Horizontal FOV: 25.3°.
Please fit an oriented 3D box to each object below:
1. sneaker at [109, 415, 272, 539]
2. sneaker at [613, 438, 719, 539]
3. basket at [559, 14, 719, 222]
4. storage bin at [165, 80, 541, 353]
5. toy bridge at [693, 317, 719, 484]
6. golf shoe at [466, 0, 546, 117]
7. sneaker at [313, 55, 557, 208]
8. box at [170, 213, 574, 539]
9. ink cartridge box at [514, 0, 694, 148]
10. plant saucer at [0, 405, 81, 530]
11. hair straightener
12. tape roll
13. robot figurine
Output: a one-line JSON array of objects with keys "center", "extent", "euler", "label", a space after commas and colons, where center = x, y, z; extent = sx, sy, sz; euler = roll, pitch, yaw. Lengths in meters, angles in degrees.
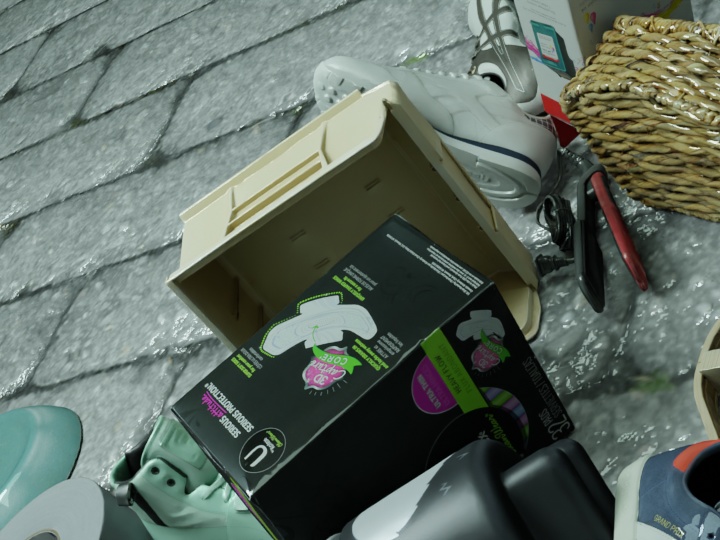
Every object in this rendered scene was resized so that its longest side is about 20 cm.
[{"center": [-0.091, 0.147, 1.157], "extent": [0.199, 0.118, 0.074], "euler": [-25, 31, 26], "label": "sneaker"}, {"center": [0.178, 0.168, 0.828], "extent": [0.084, 0.075, 0.201], "euler": [-30, 37, 33], "label": "sneaker"}, {"center": [0.250, -0.128, 1.078], "extent": [0.149, 0.143, 0.200], "euler": [-49, 30, -11], "label": "basket"}, {"center": [0.000, 0.000, 1.158], "extent": [0.198, 0.200, 0.094], "euler": [-33, 28, 16], "label": "storage bin"}, {"center": [0.236, 0.059, 0.966], "extent": [0.067, 0.027, 0.201], "euler": [-16, 38, 43], "label": "toy bridge"}, {"center": [0.120, -0.185, 1.385], "extent": [0.094, 0.078, 0.200], "euler": [-41, 28, 2], "label": "golf shoe"}, {"center": [0.058, -0.122, 1.254], "extent": [0.081, 0.199, 0.076], "euler": [-67, 6, -26], "label": "sneaker"}, {"center": [0.009, 0.096, 1.038], "extent": [0.200, 0.149, 0.124], "euler": [-40, 37, -9], "label": "box"}, {"center": [0.185, -0.185, 1.190], "extent": [0.116, 0.201, 0.067], "euler": [-41, 45, -18], "label": "ink cartridge box"}, {"center": [-0.346, 0.197, 1.489], "extent": [0.199, 0.036, 0.201], "euler": [-31, 32, 21], "label": "plant saucer"}, {"center": [0.154, -0.032, 1.169], "extent": [0.077, 0.041, 0.201], "euler": [-29, 31, 14], "label": "hair straightener"}, {"center": [-0.241, 0.260, 1.223], "extent": [0.200, 0.066, 0.201], "euler": [-38, 27, 23], "label": "tape roll"}, {"center": [0.055, 0.176, 0.927], "extent": [0.199, 0.150, 0.125], "euler": [-35, 40, 18], "label": "robot figurine"}]
